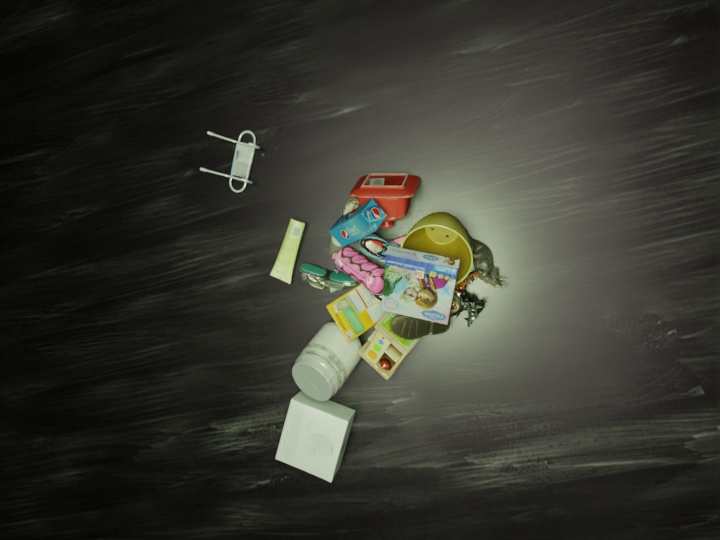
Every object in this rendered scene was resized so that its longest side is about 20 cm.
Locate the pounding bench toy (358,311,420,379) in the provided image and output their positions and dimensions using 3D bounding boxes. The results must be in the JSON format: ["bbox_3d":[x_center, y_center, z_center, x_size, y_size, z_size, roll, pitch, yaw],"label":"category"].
[{"bbox_3d":[0.108,0.205,1.689,0.123,0.199,0.158,39,131,10],"label":"pounding bench toy"}]

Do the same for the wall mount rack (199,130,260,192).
[{"bbox_3d":[-0.422,-0.366,1.799,0.169,0.074,0.206,15,95,12],"label":"wall mount rack"}]

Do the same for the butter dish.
[{"bbox_3d":[0.077,-0.201,1.660,0.193,0.201,0.152,3,117,12],"label":"butter dish"}]

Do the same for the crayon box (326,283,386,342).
[{"bbox_3d":[-0.016,0.127,1.673,0.051,0.198,0.128,-37,84,47],"label":"crayon box"}]

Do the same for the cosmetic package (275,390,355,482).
[{"bbox_3d":[-0.141,0.519,1.750,0.195,0.123,0.205,18,96,10],"label":"cosmetic package"}]

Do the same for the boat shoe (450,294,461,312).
[{"bbox_3d":[0.193,0.078,1.593,0.194,0.063,0.076,8,95,13],"label":"boat shoe"}]

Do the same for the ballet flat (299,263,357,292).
[{"bbox_3d":[-0.103,0.032,1.758,0.194,0.072,0.074,14,95,12],"label":"ballet flat"}]

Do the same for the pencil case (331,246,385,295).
[{"bbox_3d":[0.000,0.000,1.668,0.198,0.093,0.093,30,93,45],"label":"pencil case"}]

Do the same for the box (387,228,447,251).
[{"bbox_3d":[0.171,-0.051,1.663,0.195,0.109,0.132,-19,89,12],"label":"box"}]

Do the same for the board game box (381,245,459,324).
[{"bbox_3d":[0.158,0.043,1.501,0.194,0.042,0.204,11,130,11],"label":"board game box"}]

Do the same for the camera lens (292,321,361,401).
[{"bbox_3d":[-0.097,0.271,1.677,0.156,0.200,0.164,19,133,22],"label":"camera lens"}]

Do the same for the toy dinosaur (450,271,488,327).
[{"bbox_3d":[0.297,0.089,1.632,0.135,0.202,0.102,40,56,14],"label":"toy dinosaur"}]

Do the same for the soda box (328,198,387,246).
[{"bbox_3d":[-0.010,-0.135,1.604,0.068,0.198,0.065,46,60,-14],"label":"soda box"}]

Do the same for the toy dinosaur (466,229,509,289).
[{"bbox_3d":[0.360,-0.026,1.651,0.099,0.077,0.206,-17,77,-5],"label":"toy dinosaur"}]

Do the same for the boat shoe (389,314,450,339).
[{"bbox_3d":[0.164,0.153,1.611,0.194,0.068,0.074,4,112,-26],"label":"boat shoe"}]

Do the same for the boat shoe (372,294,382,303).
[{"bbox_3d":[0.135,0.070,1.667,0.193,0.075,0.068,12,121,-6],"label":"boat shoe"}]

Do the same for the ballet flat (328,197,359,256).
[{"bbox_3d":[-0.054,-0.139,1.733,0.066,0.064,0.204,29,98,15],"label":"ballet flat"}]

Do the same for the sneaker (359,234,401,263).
[{"bbox_3d":[0.081,-0.045,1.582,0.195,0.090,0.081,19,95,9],"label":"sneaker"}]

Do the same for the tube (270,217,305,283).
[{"bbox_3d":[-0.232,-0.066,1.787,0.058,0.051,0.206,30,105,51],"label":"tube"}]

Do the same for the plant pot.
[{"bbox_3d":[0.216,-0.078,1.508,0.194,0.144,0.204,10,131,11],"label":"plant pot"}]
